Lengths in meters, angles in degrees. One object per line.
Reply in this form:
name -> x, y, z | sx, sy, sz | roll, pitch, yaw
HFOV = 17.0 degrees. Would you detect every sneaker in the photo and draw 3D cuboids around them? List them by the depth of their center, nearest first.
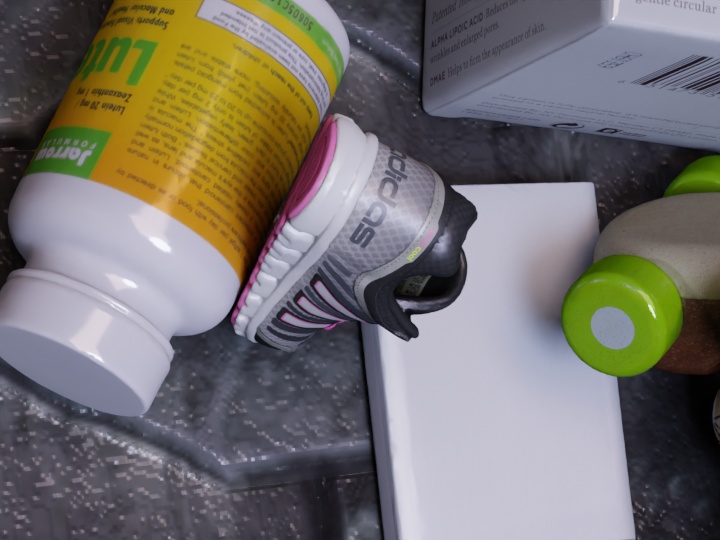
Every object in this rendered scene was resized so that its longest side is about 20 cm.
sneaker -> 0.000, 0.000, 1.072 | 0.087, 0.200, 0.074 | 26, 67, -2

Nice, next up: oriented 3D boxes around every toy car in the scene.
toy car -> 0.200, 0.065, 1.194 | 0.164, 0.157, 0.201 | -40, 126, -54

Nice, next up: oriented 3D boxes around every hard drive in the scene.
hard drive -> 0.067, 0.058, 1.190 | 0.131, 0.027, 0.201 | -2, 80, -25

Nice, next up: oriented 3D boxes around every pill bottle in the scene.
pill bottle -> -0.091, -0.041, 1.091 | 0.111, 0.111, 0.201 | 31, 69, -16

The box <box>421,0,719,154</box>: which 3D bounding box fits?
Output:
box -> 0.158, -0.145, 1.175 | 0.198, 0.200, 0.132 | 7, 79, -22
